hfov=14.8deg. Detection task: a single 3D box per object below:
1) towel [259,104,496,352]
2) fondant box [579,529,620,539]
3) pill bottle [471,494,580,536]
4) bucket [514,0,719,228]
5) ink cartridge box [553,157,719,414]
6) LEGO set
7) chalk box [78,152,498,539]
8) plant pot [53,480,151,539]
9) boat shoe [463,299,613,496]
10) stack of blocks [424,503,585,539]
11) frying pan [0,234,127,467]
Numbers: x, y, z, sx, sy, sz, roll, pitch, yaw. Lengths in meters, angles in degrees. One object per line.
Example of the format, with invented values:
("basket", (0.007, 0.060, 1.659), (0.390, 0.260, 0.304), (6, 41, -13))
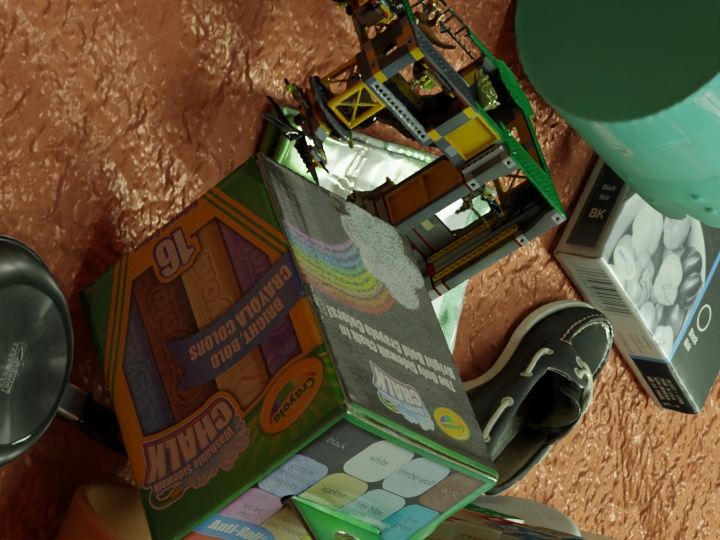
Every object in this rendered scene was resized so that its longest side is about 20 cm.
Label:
("towel", (0.000, 0.000, 1.507), (0.200, 0.031, 0.150), (15, 86, -56))
("fondant box", (0.147, 0.288, 1.782), (0.144, 0.058, 0.200), (-50, 136, -35))
("pill bottle", (0.072, 0.241, 1.611), (0.111, 0.111, 0.201), (-22, 118, -51))
("bucket", (0.198, -0.139, 1.608), (0.135, 0.207, 0.208), (34, 72, -47))
("ink cartridge box", (0.211, -0.040, 1.790), (0.198, 0.043, 0.200), (52, 57, -48))
("LEGO set", (0.009, -0.075, 1.422), (0.200, 0.116, 0.154), (42, 22, -48))
("chalk box", (-0.029, 0.072, 1.300), (0.124, 0.124, 0.200), (28, 34, -46))
("plant pot", (-0.079, 0.210, 1.329), (0.200, 0.200, 0.140), (23, 96, -55))
("boat shoe", (0.104, 0.076, 1.652), (0.200, 0.060, 0.074), (-29, 122, -48))
("stack of blocks", (0.039, 0.153, 1.458), (0.115, 0.200, 0.059), (11, 90, -55))
("frying pan", (-0.158, 0.067, 1.303), (0.115, 0.031, 0.190), (-55, 137, -29))
